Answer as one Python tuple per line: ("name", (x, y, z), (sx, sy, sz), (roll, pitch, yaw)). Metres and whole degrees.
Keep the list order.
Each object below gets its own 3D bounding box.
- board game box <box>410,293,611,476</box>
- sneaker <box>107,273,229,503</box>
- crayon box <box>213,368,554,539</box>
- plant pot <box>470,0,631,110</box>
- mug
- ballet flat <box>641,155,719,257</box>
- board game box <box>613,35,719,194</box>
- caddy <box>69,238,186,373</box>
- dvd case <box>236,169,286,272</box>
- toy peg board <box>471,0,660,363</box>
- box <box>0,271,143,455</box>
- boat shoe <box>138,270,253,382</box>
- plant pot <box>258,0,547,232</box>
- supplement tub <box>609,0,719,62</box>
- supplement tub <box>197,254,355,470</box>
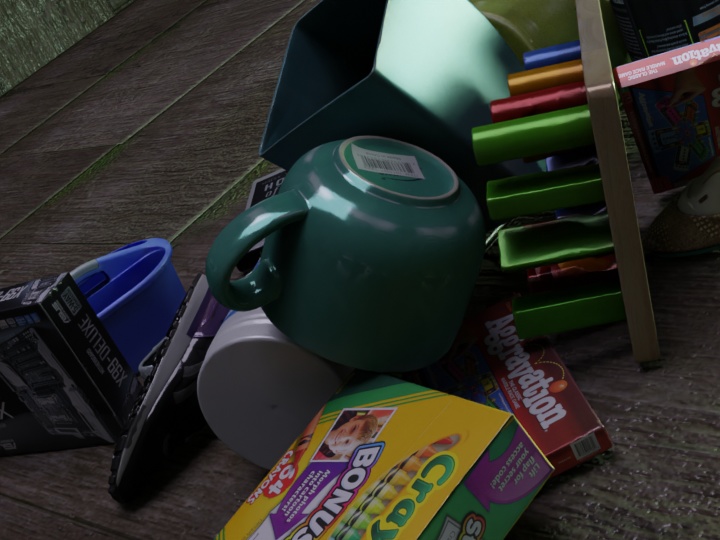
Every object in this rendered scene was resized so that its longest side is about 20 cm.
("board game box", (0.095, 0.087, 0.835), (0.102, 0.020, 0.201), (-27, 25, 3))
("sneaker", (-0.140, 0.108, 0.998), (0.203, 0.087, 0.076), (-67, 10, -17))
("crayon box", (-0.005, 0.162, 0.724), (0.201, 0.058, 0.172), (-50, 26, -18))
("plant pot", (0.146, -0.193, 1.076), (0.198, 0.203, 0.193), (-8, 21, 37))
("mug", (0.004, -0.017, 0.810), (0.151, 0.116, 0.185), (28, 30, 18))
("ballet flat", (0.293, -0.061, 0.867), (0.197, 0.066, 0.071), (-14, 30, 31))
("board game box", (0.253, -0.113, 0.883), (0.101, 0.200, 0.020), (-16, 67, 16))
("caddy", (-0.268, 0.044, 1.214), (0.199, 0.106, 0.141), (-38, 27, -20))
("dvd case", (-0.063, -0.079, 1.332), (0.148, 0.025, 0.201), (-22, 26, 13))
("toy peg board", (0.144, -0.066, 0.852), (0.096, 0.203, 0.200), (-10, 28, 13))
("box", (-0.308, 0.092, 1.106), (0.197, 0.159, 0.050), (-10, 30, 33))
("boat shoe", (-0.133, 0.048, 1.105), (0.069, 0.072, 0.201), (-7, 33, 39))
("plant pot", (0.050, -0.121, 0.933), (0.140, 0.199, 0.143), (-27, 41, 44))
("supplement tub", (0.282, -0.216, 1.011), (0.121, 0.202, 0.123), (-22, 24, 11))
("supplement tub", (-0.037, 0.045, 0.939), (0.130, 0.133, 0.201), (-16, 27, 26))
